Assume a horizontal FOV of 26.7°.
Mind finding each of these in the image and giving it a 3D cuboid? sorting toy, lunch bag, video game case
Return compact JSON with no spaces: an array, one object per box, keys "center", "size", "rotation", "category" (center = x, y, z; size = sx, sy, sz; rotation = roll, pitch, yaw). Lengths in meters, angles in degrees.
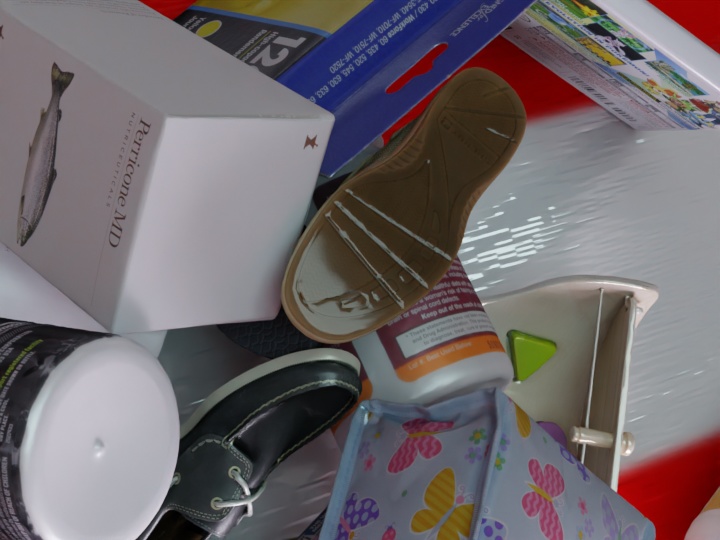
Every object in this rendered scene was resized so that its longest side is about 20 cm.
[{"center":[0.081,0.098,0.964],"size":[0.178,0.107,0.202],"rotation":[12,75,-9],"category":"sorting toy"},{"center":[0.054,0.188,0.790],"size":[0.169,0.126,0.202],"rotation":[39,54,-38],"category":"lunch bag"},{"center":[0.153,-0.151,0.989],"size":[0.199,0.182,0.022],"rotation":[32,85,-17],"category":"video game case"}]

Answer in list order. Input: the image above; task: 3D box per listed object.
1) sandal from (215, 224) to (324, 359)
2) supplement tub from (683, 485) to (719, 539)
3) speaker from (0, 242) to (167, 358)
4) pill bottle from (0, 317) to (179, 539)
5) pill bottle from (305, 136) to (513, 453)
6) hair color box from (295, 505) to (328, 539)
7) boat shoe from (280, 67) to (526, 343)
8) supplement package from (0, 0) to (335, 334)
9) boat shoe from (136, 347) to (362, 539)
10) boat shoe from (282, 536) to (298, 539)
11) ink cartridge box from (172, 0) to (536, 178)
[{"center":[-0.078,-0.023,0.872],"size":[0.043,0.200,0.076],"rotation":[9,118,-53],"category":"sandal"},{"center":[0.308,0.181,1.024],"size":[0.145,0.144,0.200],"rotation":[48,65,-10],"category":"supplement tub"},{"center":[-0.206,0.008,0.847],"size":[0.198,0.081,0.082],"rotation":[20,73,-21],"category":"speaker"},{"center":[-0.194,0.074,0.755],"size":[0.106,0.198,0.108],"rotation":[-12,104,-53],"category":"pill bottle"},{"center":[0.000,0.000,0.907],"size":[0.113,0.114,0.201],"rotation":[-17,71,-26],"category":"pill bottle"},{"center":[0.026,0.232,0.890],"size":[0.100,0.060,0.202],"rotation":[-41,116,-42],"category":"hair color box"},{"center":[0.020,-0.028,0.825],"size":[0.071,0.064,0.200],"rotation":[46,57,-5],"category":"boat shoe"},{"center":[-0.129,-0.066,0.802],"size":[0.117,0.199,0.118],"rotation":[-4,119,-47],"category":"supplement package"},{"center":[-0.073,0.113,0.838],"size":[0.072,0.199,0.068],"rotation":[31,30,-48],"category":"boat shoe"},{"center":[-0.066,0.206,0.886],"size":[0.198,0.068,0.076],"rotation":[-17,89,-27],"category":"boat shoe"},{"center":[-0.022,-0.144,0.899],"size":[0.197,0.199,0.047],"rotation":[-42,126,-25],"category":"ink cartridge box"}]
